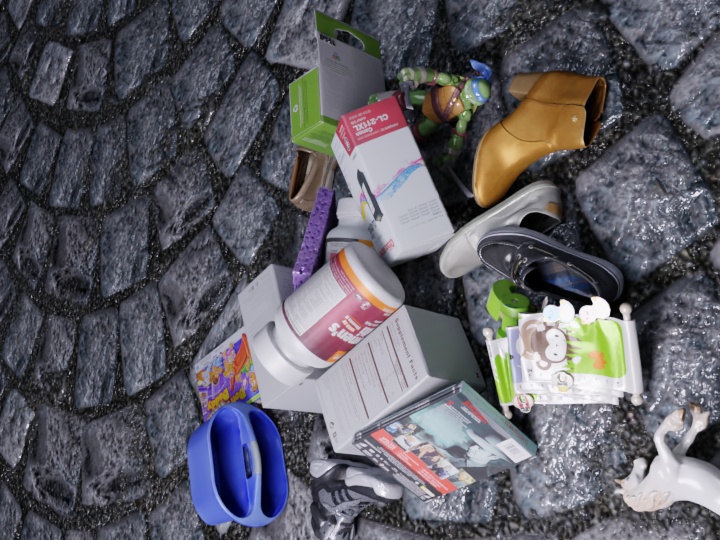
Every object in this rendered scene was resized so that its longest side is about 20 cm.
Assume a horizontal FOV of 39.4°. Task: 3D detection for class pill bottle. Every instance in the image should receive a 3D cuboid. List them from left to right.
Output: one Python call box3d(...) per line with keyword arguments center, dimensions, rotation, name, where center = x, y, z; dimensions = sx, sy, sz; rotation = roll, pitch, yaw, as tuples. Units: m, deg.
box3d(center=(-0.045, 0.062, 1.364), dimensions=(0.200, 0.110, 0.110), rotation=(-42, 51, 17), name="pill bottle")
box3d(center=(0.000, 0.000, 1.480), dimensions=(0.116, 0.116, 0.200), rotation=(2, 82, 47), name="pill bottle")

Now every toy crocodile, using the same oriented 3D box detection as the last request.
box3d(center=(0.228, 0.078, 1.261), dimensions=(0.200, 0.062, 0.068), rotation=(37, 138, 43), name="toy crocodile")

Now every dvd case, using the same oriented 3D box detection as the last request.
box3d(center=(0.106, 0.225, 1.297), dimensions=(0.200, 0.146, 0.022), rotation=(-33, 25, 39), name="dvd case")

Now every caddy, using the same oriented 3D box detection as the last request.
box3d(center=(-0.188, 0.308, 1.582), dimensions=(0.105, 0.141, 0.200), rotation=(-35, 56, 42), name="caddy")

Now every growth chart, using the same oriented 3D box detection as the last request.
box3d(center=(0.238, 0.104, 1.188), dimensions=(0.200, 0.018, 0.145), rotation=(-10, 106, 34), name="growth chart")

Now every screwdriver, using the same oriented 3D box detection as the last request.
box3d(center=(0.211, 0.111, 1.237), dimensions=(0.028, 0.029, 0.200), rotation=(41, 132, 39), name="screwdriver")

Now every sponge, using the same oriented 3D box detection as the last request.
box3d(center=(-0.067, -0.022, 1.516), dimensions=(0.200, 0.030, 0.112), rotation=(-77, -9, -47), name="sponge")

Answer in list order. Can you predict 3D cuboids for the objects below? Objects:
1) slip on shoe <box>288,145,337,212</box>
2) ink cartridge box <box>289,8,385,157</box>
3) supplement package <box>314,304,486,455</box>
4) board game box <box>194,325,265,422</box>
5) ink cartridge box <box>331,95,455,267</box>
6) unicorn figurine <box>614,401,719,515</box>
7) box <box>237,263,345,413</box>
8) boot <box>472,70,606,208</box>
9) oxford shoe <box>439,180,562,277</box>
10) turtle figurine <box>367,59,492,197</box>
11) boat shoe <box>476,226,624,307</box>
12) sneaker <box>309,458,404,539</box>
box3d(center=(-0.075, -0.197, 1.653), dimensions=(0.076, 0.061, 0.200), rotation=(12, 89, 48), name="slip on shoe")
box3d(center=(-0.034, -0.284, 1.569), dimensions=(0.076, 0.148, 0.200), rotation=(-25, 61, 42), name="ink cartridge box")
box3d(center=(0.051, 0.157, 1.382), dimensions=(0.200, 0.117, 0.117), rotation=(-42, 50, 31), name="supplement package")
box3d(center=(-0.196, 0.177, 1.695), dimensions=(0.200, 0.045, 0.135), rotation=(-38, 54, 34), name="board game box")
box3d(center=(0.041, -0.115, 1.370), dimensions=(0.146, 0.083, 0.200), rotation=(127, 120, -77), name="ink cartridge box")
box3d(center=(0.355, 0.213, 1.071), dimensions=(0.200, 0.074, 0.138), rotation=(25, 109, 42), name="unicorn figurine")
box3d(center=(-0.095, 0.106, 1.547), dimensions=(0.097, 0.124, 0.200), rotation=(-40, 53, 35), name="box")
box3d(center=(0.233, -0.167, 1.308), dimensions=(0.144, 0.071, 0.201), rotation=(21, 91, 48), name="boot")
box3d(center=(0.184, -0.043, 1.327), dimensions=(0.200, 0.075, 0.058), rotation=(-36, 52, 29), name="oxford shoe")
box3d(center=(0.082, -0.211, 1.420), dimensions=(0.194, 0.144, 0.200), rotation=(-7, 59, 55), name="turtle figurine")
box3d(center=(0.222, 0.002, 1.242), dimensions=(0.200, 0.066, 0.070), rotation=(24, 122, 30), name="boat shoe")
box3d(center=(-0.009, 0.334, 1.430), dimensions=(0.200, 0.075, 0.114), rotation=(-2, 80, 56), name="sneaker")
